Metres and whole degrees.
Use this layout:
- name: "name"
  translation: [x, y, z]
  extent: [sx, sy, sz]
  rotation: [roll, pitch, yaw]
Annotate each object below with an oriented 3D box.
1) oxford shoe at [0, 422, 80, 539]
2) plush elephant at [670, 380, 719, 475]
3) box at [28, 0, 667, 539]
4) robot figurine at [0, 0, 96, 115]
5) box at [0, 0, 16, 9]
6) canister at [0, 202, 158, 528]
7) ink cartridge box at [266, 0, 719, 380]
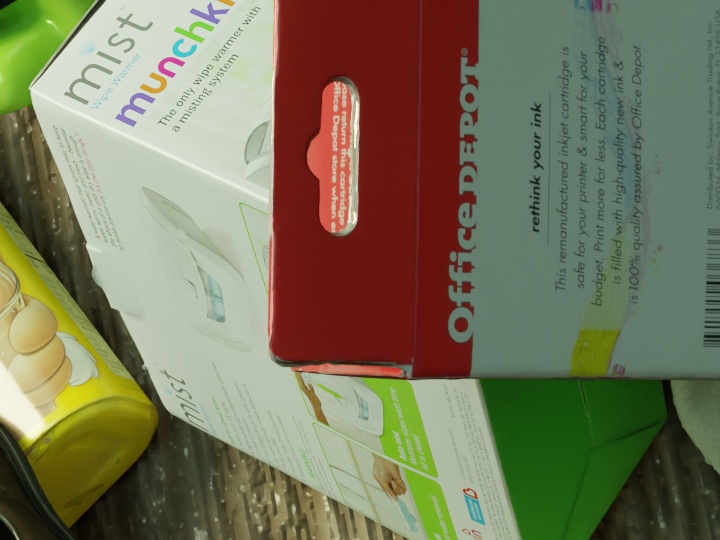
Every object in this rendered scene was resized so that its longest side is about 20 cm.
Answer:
- name: "oxford shoe"
  translation: [-0.158, 0.084, 0.968]
  extent: [0.200, 0.084, 0.073]
  rotation: [34, 91, 33]
- name: "plush elephant"
  translation: [0.183, 0.056, 0.865]
  extent: [0.163, 0.200, 0.156]
  rotation: [-5, 69, -9]
- name: "box"
  translation: [0.000, 0.000, 0.933]
  extent: [0.176, 0.201, 0.097]
  rotation: [25, 64, 28]
- name: "robot figurine"
  translation: [-0.104, -0.142, 1.047]
  extent: [0.115, 0.176, 0.200]
  rotation: [-9, 35, 54]
- name: "box"
  translation: [-0.082, -0.205, 0.948]
  extent: [0.199, 0.079, 0.142]
  rotation: [-29, 62, 0]
- name: "canister"
  translation: [-0.189, 0.028, 1.086]
  extent: [0.148, 0.086, 0.200]
  rotation: [-44, 66, 9]
- name: "ink cartridge box"
  translation: [0.046, -0.027, 0.772]
  extent: [0.067, 0.199, 0.117]
  rotation: [-2, 87, 58]
